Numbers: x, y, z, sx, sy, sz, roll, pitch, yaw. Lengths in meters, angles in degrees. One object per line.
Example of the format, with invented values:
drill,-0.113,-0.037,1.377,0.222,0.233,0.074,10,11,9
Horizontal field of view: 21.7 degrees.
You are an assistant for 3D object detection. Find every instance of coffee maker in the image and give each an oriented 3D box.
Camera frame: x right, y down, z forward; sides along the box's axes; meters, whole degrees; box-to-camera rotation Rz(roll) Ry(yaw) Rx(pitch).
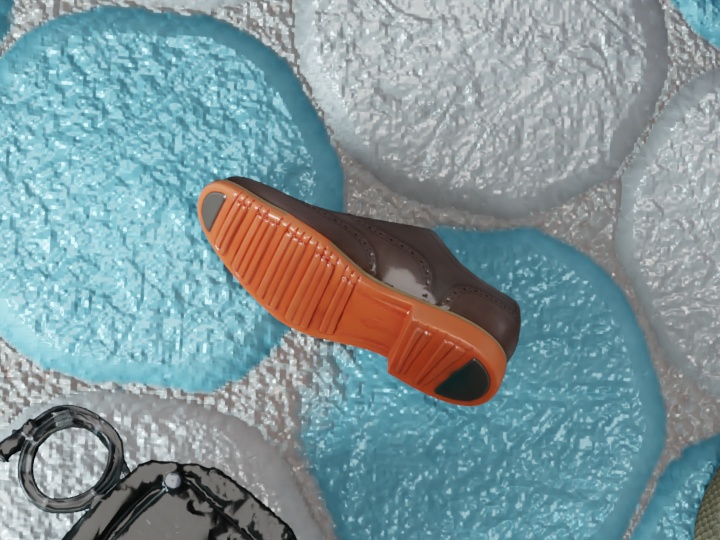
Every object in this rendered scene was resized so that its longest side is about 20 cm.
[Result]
coffee maker,-0.102,0.152,0.947,0.134,0.200,0.193,-24,89,-17

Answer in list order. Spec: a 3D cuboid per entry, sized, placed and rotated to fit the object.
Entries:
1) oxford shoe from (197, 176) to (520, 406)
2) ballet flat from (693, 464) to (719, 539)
oxford shoe,0.000,0.000,1.072,0.199,0.071,0.073,33,48,-2
ballet flat,0.244,0.118,1.104,0.067,0.046,0.201,20,78,-7
